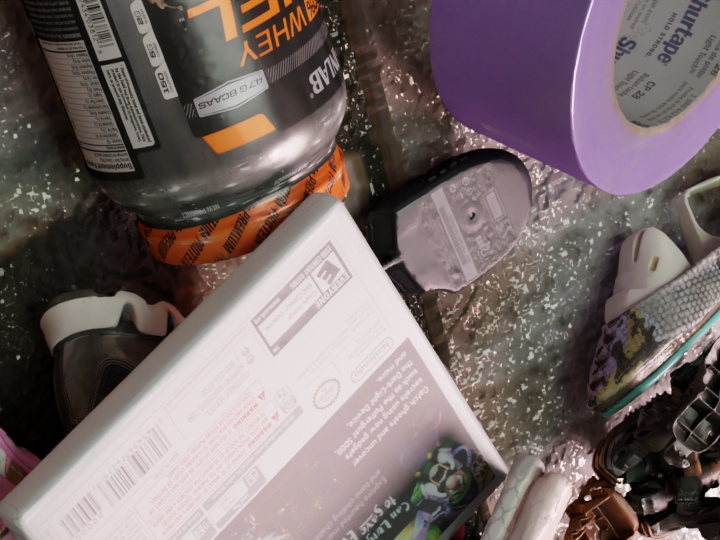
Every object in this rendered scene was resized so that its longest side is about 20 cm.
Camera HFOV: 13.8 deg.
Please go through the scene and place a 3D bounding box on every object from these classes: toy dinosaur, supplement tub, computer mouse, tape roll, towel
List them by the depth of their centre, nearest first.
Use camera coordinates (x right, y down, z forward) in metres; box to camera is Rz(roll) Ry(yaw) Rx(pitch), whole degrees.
[{"bbox_3d":[-0.081,-0.112,1.300,0.122,0.122,0.200,-32,114,-28],"label":"supplement tub"},{"bbox_3d":[0.034,0.191,1.397,0.032,0.200,0.191,30,73,8],"label":"towel"},{"bbox_3d":[0.125,-0.143,1.412,0.200,0.085,0.200,-38,142,-36],"label":"tape roll"},{"bbox_3d":[0.000,0.000,1.432,0.200,0.034,0.059,-30,114,-21],"label":"computer mouse"},{"bbox_3d":[0.162,0.101,1.488,0.102,0.136,0.200,34,66,-20],"label":"toy dinosaur"}]

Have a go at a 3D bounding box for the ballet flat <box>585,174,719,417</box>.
[{"bbox_3d":[0.173,-0.003,1.535,0.200,0.072,0.072,-37,115,-26],"label":"ballet flat"}]

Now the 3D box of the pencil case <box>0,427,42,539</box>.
[{"bbox_3d":[-0.145,0.123,1.311,0.200,0.083,0.087,40,78,-31],"label":"pencil case"}]

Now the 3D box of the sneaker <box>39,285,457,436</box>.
[{"bbox_3d":[-0.049,0.067,1.347,0.200,0.066,0.091,9,61,-22],"label":"sneaker"}]

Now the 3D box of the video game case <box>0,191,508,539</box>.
[{"bbox_3d":[-0.041,0.096,1.301,0.200,0.023,0.182,-46,126,-19],"label":"video game case"}]

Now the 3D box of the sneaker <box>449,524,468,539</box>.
[{"bbox_3d":[-0.033,0.179,1.407,0.075,0.081,0.200,39,66,-15],"label":"sneaker"}]
